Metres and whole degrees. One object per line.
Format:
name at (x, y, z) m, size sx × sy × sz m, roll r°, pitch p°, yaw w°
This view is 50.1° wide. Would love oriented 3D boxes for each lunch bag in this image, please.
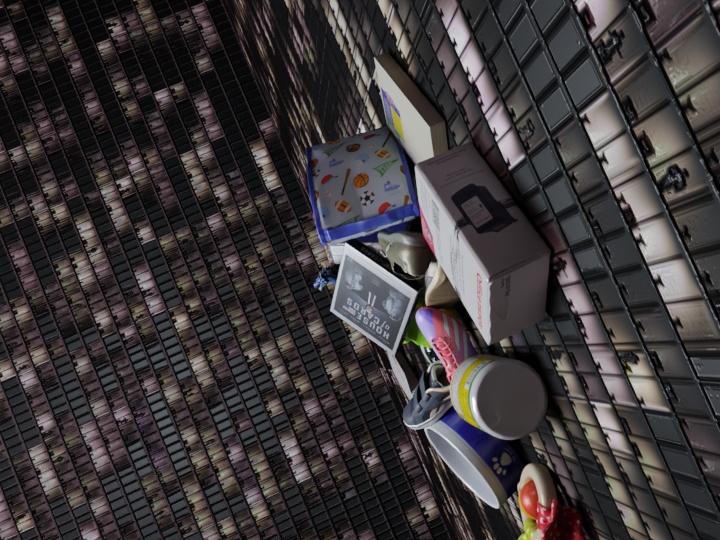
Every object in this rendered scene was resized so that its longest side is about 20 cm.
lunch bag at (0.006, -0.125, 1.239) m, size 0.201 × 0.168 × 0.125 m, roll -100°, pitch -9°, yaw -52°

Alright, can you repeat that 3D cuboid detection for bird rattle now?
bird rattle at (0.286, 0.393, 1.240) m, size 0.201 × 0.111 × 0.164 m, roll 82°, pitch 179°, yaw -55°

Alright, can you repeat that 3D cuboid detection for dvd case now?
dvd case at (0.023, 0.048, 1.325) m, size 0.150 × 0.025 × 0.201 m, roll 34°, pitch 143°, yaw 15°

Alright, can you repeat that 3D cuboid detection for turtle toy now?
turtle toy at (0.117, 0.060, 1.366) m, size 0.144 × 0.101 × 0.201 m, roll 13°, pitch 139°, yaw 27°

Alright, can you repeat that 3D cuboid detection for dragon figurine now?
dragon figurine at (0.000, 0.000, 1.385) m, size 0.099 × 0.199 × 0.059 m, roll 41°, pitch -138°, yaw -19°

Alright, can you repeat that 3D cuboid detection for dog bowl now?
dog bowl at (0.215, 0.342, 1.445) m, size 0.200 × 0.079 × 0.200 m, roll 46°, pitch 166°, yaw 15°

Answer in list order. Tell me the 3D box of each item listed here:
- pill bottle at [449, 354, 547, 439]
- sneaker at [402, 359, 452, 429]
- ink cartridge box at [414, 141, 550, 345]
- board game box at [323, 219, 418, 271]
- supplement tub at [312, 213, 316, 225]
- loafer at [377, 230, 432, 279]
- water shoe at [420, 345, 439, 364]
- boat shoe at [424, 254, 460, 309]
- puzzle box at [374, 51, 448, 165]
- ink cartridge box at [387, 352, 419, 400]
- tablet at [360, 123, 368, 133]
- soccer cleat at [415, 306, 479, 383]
pill bottle at (0.197, 0.185, 1.162) m, size 0.200 × 0.112 × 0.114 m, roll 154°, pitch 93°, yaw -82°
sneaker at (0.135, 0.217, 1.405) m, size 0.079 × 0.200 × 0.079 m, roll 32°, pitch -145°, yaw -28°
ink cartridge box at (0.148, -0.033, 0.954) m, size 0.145 × 0.084 × 0.201 m, roll 76°, pitch 169°, yaw -53°
board game box at (0.038, -0.007, 1.477) m, size 0.097 × 0.158 × 0.201 m, roll -69°, pitch -28°, yaw -44°
supplement tub at (-0.055, -0.095, 2.196) m, size 0.107 × 0.106 × 0.201 m, roll 86°, pitch 160°, yaw -70°
loafer at (0.065, -0.023, 1.179) m, size 0.200 × 0.074 × 0.071 m, roll -168°, pitch 84°, yaw -85°
water shoe at (0.183, 0.185, 1.473) m, size 0.201 × 0.071 × 0.079 m, roll 58°, pitch 171°, yaw -8°
boat shoe at (0.134, -0.009, 1.215) m, size 0.201 × 0.071 × 0.065 m, roll 90°, pitch 166°, yaw -57°
puzzle box at (0.078, -0.219, 1.140) m, size 0.134 × 0.025 × 0.201 m, roll 74°, pitch 170°, yaw -49°
ink cartridge box at (0.132, 0.300, 2.295) m, size 0.200 × 0.043 × 0.175 m, roll -122°, pitch 12°, yaw -53°
tablet at (0.023, -0.217, 1.605) m, size 0.200 × 0.014 × 0.131 m, roll 121°, pitch 127°, yaw -81°
soccer cleat at (0.156, 0.143, 1.280) m, size 0.066 × 0.077 × 0.200 m, roll -18°, pitch 122°, yaw 43°
